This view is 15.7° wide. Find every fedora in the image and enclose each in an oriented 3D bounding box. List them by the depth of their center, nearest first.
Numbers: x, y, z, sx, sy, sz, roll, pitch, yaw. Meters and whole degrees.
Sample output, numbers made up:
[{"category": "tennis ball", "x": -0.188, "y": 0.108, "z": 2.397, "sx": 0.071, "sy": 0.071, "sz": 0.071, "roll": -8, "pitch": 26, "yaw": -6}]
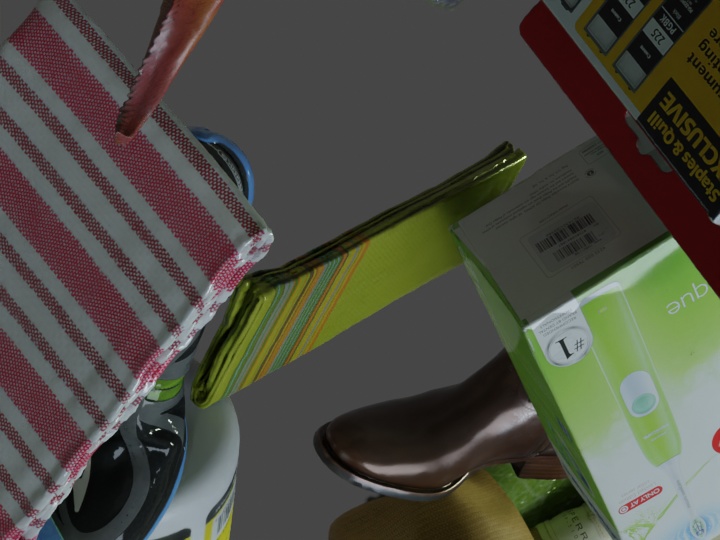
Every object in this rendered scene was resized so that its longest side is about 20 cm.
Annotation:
[{"category": "fedora", "x": 0.039, "y": 0.161, "z": 1.447, "sx": 0.200, "sy": 0.082, "sz": 0.201, "roll": -20, "pitch": 172, "yaw": -3}]

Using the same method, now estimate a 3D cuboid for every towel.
[{"category": "towel", "x": -0.133, "y": 0.003, "z": 1.069, "sx": 0.200, "sy": 0.146, "sz": 0.030, "roll": -50, "pitch": 159, "yaw": 24}, {"category": "towel", "x": 0.000, "y": 0.000, "z": 1.241, "sx": 0.200, "sy": 0.018, "sz": 0.086, "roll": -28, "pitch": 158, "yaw": -44}]

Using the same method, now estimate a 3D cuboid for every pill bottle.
[{"category": "pill bottle", "x": -0.121, "y": 0.133, "z": 1.274, "sx": 0.112, "sy": 0.113, "sz": 0.200, "roll": -18, "pitch": 144, "yaw": -22}]

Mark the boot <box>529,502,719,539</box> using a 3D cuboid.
[{"category": "boot", "x": 0.204, "y": 0.171, "z": 1.637, "sx": 0.155, "sy": 0.073, "sz": 0.200, "roll": -35, "pitch": 142, "yaw": 7}]

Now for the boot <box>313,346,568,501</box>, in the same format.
[{"category": "boot", "x": 0.084, "y": 0.025, "z": 1.362, "sx": 0.186, "sy": 0.064, "sz": 0.200, "roll": -4, "pitch": 134, "yaw": -36}]

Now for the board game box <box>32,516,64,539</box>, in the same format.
[{"category": "board game box", "x": -0.175, "y": 0.142, "z": 1.203, "sx": 0.037, "sy": 0.151, "sz": 0.200, "roll": -19, "pitch": 145, "yaw": -22}]

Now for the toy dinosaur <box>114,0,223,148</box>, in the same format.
[{"category": "toy dinosaur", "x": -0.012, "y": -0.161, "z": 0.963, "sx": 0.181, "sy": 0.201, "sz": 0.105, "roll": -13, "pitch": 174, "yaw": 29}]

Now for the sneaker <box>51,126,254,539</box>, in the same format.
[{"category": "sneaker", "x": -0.102, "y": 0.033, "z": 1.133, "sx": 0.083, "sy": 0.071, "sz": 0.200, "roll": -8, "pitch": 116, "yaw": -78}]

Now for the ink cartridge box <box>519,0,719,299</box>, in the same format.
[{"category": "ink cartridge box", "x": 0.145, "y": -0.110, "z": 1.101, "sx": 0.084, "sy": 0.200, "sz": 0.176, "roll": 13, "pitch": 124, "yaw": -48}]

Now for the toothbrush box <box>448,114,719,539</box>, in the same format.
[{"category": "toothbrush box", "x": 0.149, "y": 0.029, "z": 1.237, "sx": 0.145, "sy": 0.086, "sz": 0.200, "roll": -30, "pitch": 135, "yaw": -4}]
